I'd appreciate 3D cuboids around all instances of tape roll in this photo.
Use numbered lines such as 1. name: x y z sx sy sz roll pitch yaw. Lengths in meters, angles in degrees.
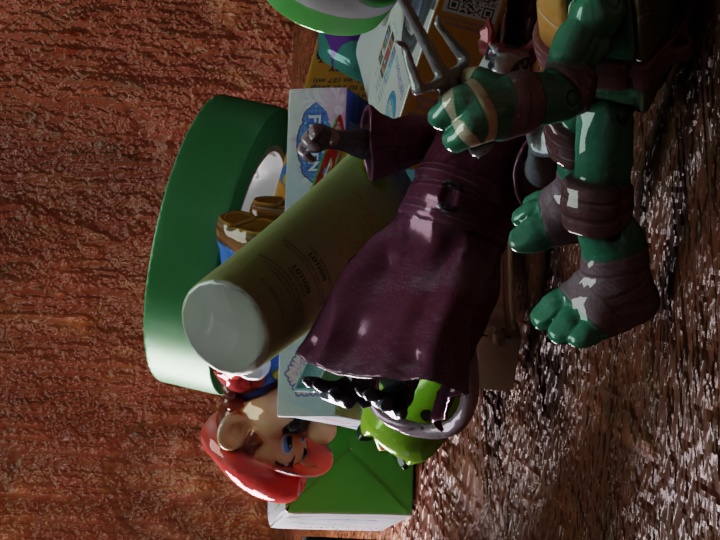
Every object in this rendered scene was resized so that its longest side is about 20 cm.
1. tape roll: -0.094 -0.017 1.598 0.200 0.048 0.202 13 -90 -80

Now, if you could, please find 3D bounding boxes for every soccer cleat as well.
1. soccer cleat: 0.044 0.028 1.311 0.081 0.067 0.201 -49 18 31

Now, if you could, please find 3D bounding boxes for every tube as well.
1. tube: -0.018 -0.011 1.190 0.200 0.052 0.058 -37 -38 -54

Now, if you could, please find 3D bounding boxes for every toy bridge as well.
1. toy bridge: 0.065 -0.014 1.233 0.200 0.027 0.068 -95 10 -62

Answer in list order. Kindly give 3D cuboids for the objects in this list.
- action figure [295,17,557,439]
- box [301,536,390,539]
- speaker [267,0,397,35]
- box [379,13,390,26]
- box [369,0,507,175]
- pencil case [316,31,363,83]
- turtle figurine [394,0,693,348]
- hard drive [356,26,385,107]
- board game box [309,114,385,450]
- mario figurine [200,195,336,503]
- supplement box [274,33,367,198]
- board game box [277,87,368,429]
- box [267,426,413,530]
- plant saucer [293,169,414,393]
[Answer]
1. action figure: 0.052 -0.021 1.108 0.149 0.133 0.201 35 -103 -55
2. box: 0.012 0.234 1.215 0.200 0.114 0.133 102 170 -63
3. speaker: 0.010 -0.220 1.186 0.089 0.088 0.201 -94 21 -50
4. box: 0.003 -0.269 1.313 0.153 0.106 0.201 -71 -1 -47
5. box: 0.046 -0.144 1.230 0.119 0.041 0.201 -99 26 -64
6. pencil case: 0.019 -0.224 1.535 0.092 0.085 0.201 -51 -30 -60
7. turtle figurine: 0.069 -0.082 0.832 0.150 0.100 0.201 -70 -26 -53
8. hard drive: 0.038 -0.160 1.404 0.200 0.027 0.133 -102 35 -70
9. board game box: 0.008 0.008 1.408 0.201 0.030 0.096 68 -151 -42
10. mario figurine: -0.042 0.058 1.509 0.106 0.123 0.201 -142 48 -57
11. supplement box: -0.012 -0.072 1.624 0.069 0.066 0.201 66 -150 -53
12. board game box: 0.000 0.000 1.492 0.200 0.041 0.201 20 -109 -72
13. box: -0.017 0.086 1.711 0.177 0.096 0.202 116 156 -78
14. plant saucer: 0.019 -0.019 1.304 0.201 0.019 0.070 -63 8 -7
